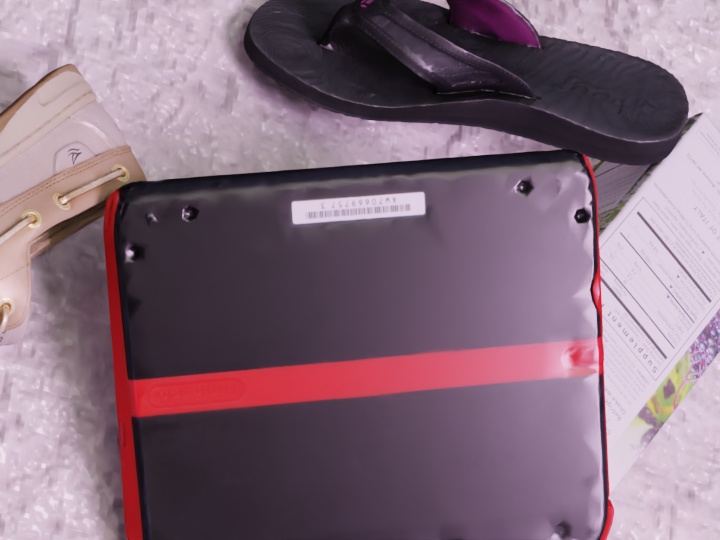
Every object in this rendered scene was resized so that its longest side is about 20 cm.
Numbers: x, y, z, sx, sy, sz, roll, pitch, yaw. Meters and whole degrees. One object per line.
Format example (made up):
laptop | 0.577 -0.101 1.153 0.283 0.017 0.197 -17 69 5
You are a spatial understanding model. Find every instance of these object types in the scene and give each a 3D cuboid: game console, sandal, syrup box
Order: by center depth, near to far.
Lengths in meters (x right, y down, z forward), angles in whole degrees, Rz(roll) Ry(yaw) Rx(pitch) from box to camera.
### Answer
game console | 0.002 0.046 1.014 0.199 0.031 0.178 -5 95 -9
sandal | 0.050 -0.099 1.115 0.200 0.048 0.076 10 45 -7
syrup box | 0.105 0.026 1.128 0.081 0.079 0.200 49 55 -11

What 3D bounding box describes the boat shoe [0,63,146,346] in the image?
boat shoe | -0.152 -0.001 0.971 0.069 0.074 0.200 46 55 -5
